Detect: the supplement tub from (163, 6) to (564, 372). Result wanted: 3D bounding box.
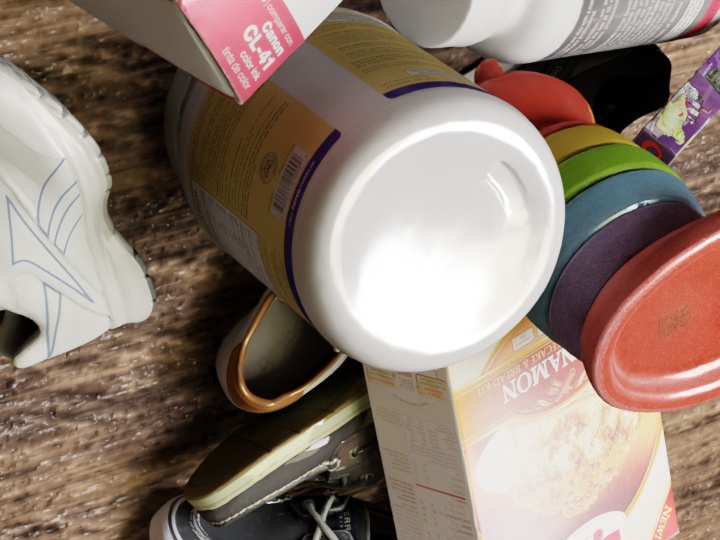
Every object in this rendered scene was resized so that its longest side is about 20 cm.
[{"bbox_3d":[-0.004,-0.049,1.483,0.145,0.200,0.146,-12,117,-24],"label":"supplement tub"}]

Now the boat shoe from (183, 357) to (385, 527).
[{"bbox_3d":[-0.005,0.091,1.641,0.201,0.072,0.066,-35,107,-24],"label":"boat shoe"}]

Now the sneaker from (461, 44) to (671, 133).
[{"bbox_3d":[0.091,-0.073,1.662,0.200,0.088,0.076,-43,137,-17],"label":"sneaker"}]

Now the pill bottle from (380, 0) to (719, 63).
[{"bbox_3d":[0.107,-0.170,1.603,0.200,0.111,0.111,-12,121,-40],"label":"pill bottle"}]

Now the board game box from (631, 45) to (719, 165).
[{"bbox_3d":[0.158,-0.057,1.681,0.120,0.032,0.200,-51,179,-35],"label":"board game box"}]

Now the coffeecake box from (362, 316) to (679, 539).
[{"bbox_3d":[0.089,0.085,1.626,0.153,0.073,0.200,-31,121,-36],"label":"coffeecake box"}]

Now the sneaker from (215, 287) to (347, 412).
[{"bbox_3d":[0.000,0.000,1.598,0.073,0.085,0.200,37,91,-8],"label":"sneaker"}]

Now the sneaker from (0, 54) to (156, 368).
[{"bbox_3d":[-0.166,-0.026,1.456,0.087,0.074,0.200,-36,134,-17],"label":"sneaker"}]

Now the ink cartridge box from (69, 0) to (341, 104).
[{"bbox_3d":[-0.049,-0.196,1.409,0.200,0.148,0.086,-45,137,-14],"label":"ink cartridge box"}]

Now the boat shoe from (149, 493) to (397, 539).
[{"bbox_3d":[-0.019,0.155,1.662,0.200,0.072,0.068,17,138,-24],"label":"boat shoe"}]

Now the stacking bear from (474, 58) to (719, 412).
[{"bbox_3d":[0.115,-0.030,1.527,0.114,0.200,0.122,-22,138,-19],"label":"stacking bear"}]
